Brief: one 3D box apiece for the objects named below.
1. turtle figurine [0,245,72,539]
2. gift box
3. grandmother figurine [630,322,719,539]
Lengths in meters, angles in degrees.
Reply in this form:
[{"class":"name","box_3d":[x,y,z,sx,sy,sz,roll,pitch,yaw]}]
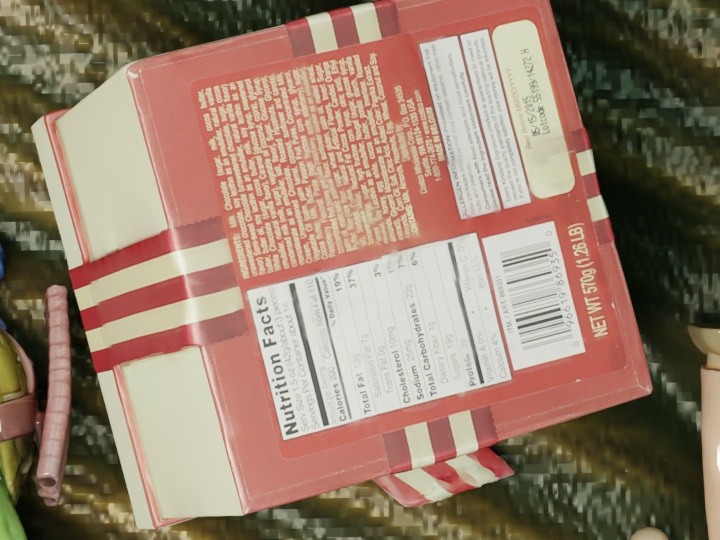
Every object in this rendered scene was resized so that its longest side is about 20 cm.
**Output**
[{"class":"turtle figurine","box_3d":[-0.185,0.094,1.071,0.143,0.200,0.195,-19,95,35]},{"class":"gift box","box_3d":[0.000,0.000,1.049,0.199,0.187,0.186,-10,88,-19]},{"class":"grandmother figurine","box_3d":[0.167,0.123,1.109,0.121,0.060,0.201,3,93,28]}]
